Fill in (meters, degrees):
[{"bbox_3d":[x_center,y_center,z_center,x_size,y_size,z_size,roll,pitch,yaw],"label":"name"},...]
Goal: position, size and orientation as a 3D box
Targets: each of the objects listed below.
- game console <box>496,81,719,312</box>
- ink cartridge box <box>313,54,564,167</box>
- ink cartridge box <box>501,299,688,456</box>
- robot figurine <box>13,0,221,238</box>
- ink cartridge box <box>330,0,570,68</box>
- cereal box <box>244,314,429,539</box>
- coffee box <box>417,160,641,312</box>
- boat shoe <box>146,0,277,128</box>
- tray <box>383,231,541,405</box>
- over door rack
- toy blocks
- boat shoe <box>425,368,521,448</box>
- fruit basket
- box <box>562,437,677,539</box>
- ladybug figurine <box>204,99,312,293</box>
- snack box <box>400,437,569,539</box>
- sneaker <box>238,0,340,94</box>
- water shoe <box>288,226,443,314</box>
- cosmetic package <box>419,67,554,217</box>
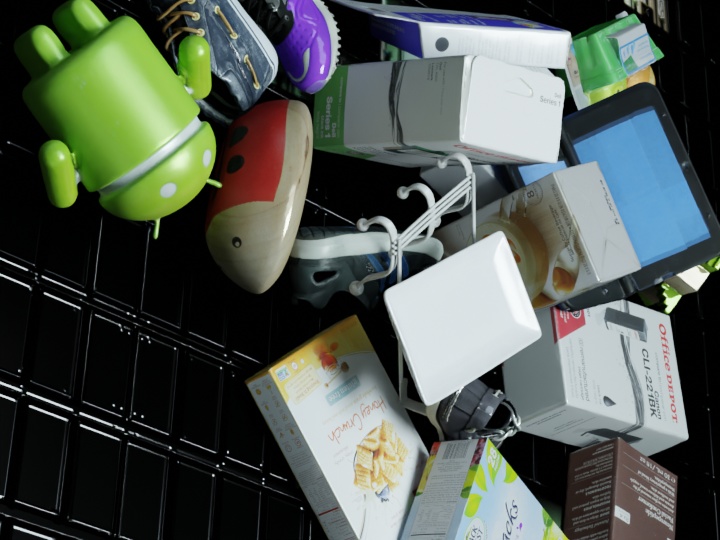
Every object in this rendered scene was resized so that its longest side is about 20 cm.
[{"bbox_3d":[0.249,-0.078,1.852,0.170,0.118,0.201,-11,74,-50],"label":"game console"},{"bbox_3d":[0.074,-0.149,1.744,0.146,0.199,0.085,8,86,-44],"label":"ink cartridge box"},{"bbox_3d":[0.240,0.103,1.892,0.199,0.084,0.145,19,57,-41],"label":"ink cartridge box"},{"bbox_3d":[-0.200,-0.128,1.517,0.175,0.116,0.200,-40,104,-22],"label":"robot figurine"},{"bbox_3d":[0.080,-0.234,1.799,0.199,0.198,0.044,4,102,-15],"label":"ink cartridge box"},{"bbox_3d":[-0.006,0.155,1.634,0.144,0.039,0.201,-32,94,-52],"label":"cereal box"},{"bbox_3d":[0.155,-0.014,1.772,0.080,0.200,0.115,-17,82,-48],"label":"coffee box"},{"bbox_3d":[-0.154,-0.224,1.649,0.200,0.071,0.091,48,39,-21],"label":"boat shoe"},{"bbox_3d":[0.088,0.041,1.630,0.200,0.022,0.108,-26,97,-51],"label":"tray"},{"bbox_3d":[0.059,0.011,1.679,0.148,0.066,0.201,-40,127,-44],"label":"over door rack"},{"bbox_3d":[0.301,-0.032,1.980,0.137,0.200,0.100,38,80,-3],"label":"toy blocks"},{"bbox_3d":[0.113,0.143,1.692,0.073,0.063,0.200,-60,158,-8],"label":"boat shoe"},{"bbox_3d":[0.307,-0.190,2.112,0.185,0.094,0.201,-29,96,-50],"label":"fruit basket"},{"bbox_3d":[0.257,0.280,1.828,0.100,0.075,0.201,33,51,-32],"label":"box"},{"bbox_3d":[-0.091,-0.073,1.605,0.072,0.136,0.201,17,48,-12],"label":"ladybug figurine"},{"bbox_3d":[0.102,0.279,1.632,0.169,0.067,0.201,52,43,-34],"label":"snack box"},{"bbox_3d":[-0.090,-0.261,1.749,0.099,0.069,0.201,-1,67,-40],"label":"sneaker"},{"bbox_3d":[0.000,0.000,1.719,0.199,0.071,0.079,0,98,-48],"label":"water shoe"},{"bbox_3d":[0.139,-0.150,1.925,0.101,0.071,0.201,43,44,-24],"label":"cosmetic package"}]
